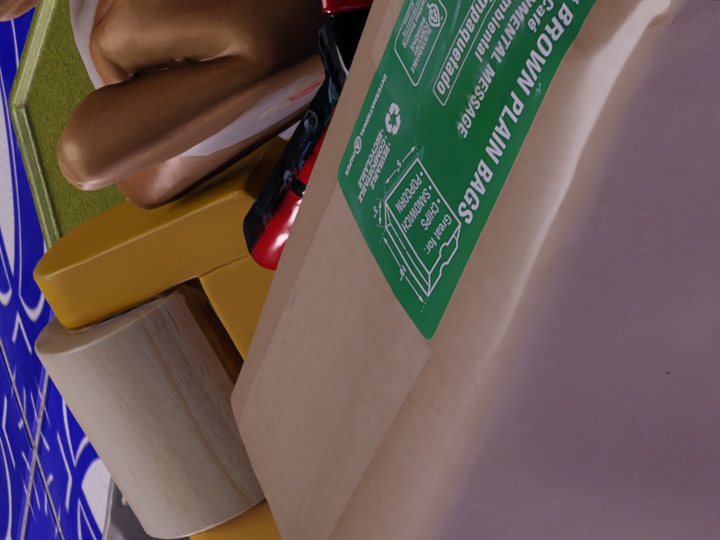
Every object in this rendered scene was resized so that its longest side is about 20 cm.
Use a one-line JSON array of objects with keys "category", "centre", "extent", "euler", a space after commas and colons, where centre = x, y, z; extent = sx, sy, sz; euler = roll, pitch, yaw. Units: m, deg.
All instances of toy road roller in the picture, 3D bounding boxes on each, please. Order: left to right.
[{"category": "toy road roller", "centre": [0.000, 0.000, 0.828], "extent": [0.123, 0.199, 0.146], "euler": [61, -161, -17]}]

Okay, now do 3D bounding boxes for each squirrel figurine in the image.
[{"category": "squirrel figurine", "centre": [-0.050, -0.141, 0.701], "extent": [0.187, 0.199, 0.142], "euler": [59, -171, 3]}]

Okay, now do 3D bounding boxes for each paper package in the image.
[{"category": "paper package", "centre": [0.086, -0.008, 0.565], "extent": [0.104, 0.190, 0.201], "euler": [58, 137, 41]}]

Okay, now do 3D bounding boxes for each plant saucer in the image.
[{"category": "plant saucer", "centre": [-0.102, -0.046, 1.018], "extent": [0.200, 0.048, 0.201], "euler": [124, 132, -61]}]

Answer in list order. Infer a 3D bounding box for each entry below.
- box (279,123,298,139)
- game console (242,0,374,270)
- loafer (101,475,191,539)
[{"category": "box", "centre": [-0.036, -0.100, 1.038], "extent": [0.200, 0.106, 0.153], "euler": [-120, 28, -42]}, {"category": "game console", "centre": [0.061, -0.099, 0.642], "extent": [0.172, 0.199, 0.119], "euler": [126, 127, -62]}, {"category": "loafer", "centre": [-0.066, 0.098, 0.886], "extent": [0.063, 0.072, 0.201], "euler": [163, 126, -76]}]
